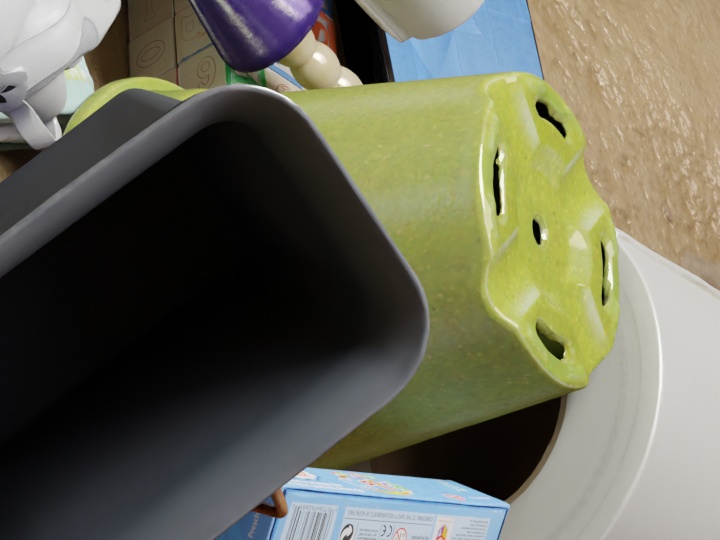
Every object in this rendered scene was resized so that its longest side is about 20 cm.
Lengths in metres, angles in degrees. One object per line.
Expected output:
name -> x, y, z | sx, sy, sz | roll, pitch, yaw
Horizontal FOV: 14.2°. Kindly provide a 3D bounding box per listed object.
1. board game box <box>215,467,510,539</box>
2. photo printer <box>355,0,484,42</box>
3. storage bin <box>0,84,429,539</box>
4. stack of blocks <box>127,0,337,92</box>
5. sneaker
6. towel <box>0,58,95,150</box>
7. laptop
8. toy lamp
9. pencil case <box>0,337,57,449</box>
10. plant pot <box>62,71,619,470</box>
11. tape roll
board game box -> -0.025, 0.174, 1.094 | 0.151, 0.037, 0.200 | 11, 97, -54
photo printer -> -0.029, -0.208, 1.281 | 0.200, 0.069, 0.166 | 41, 16, -55
storage bin -> -0.093, 0.029, 0.986 | 0.146, 0.200, 0.134 | 55, -8, -22
stack of blocks -> -0.071, -0.141, 1.362 | 0.115, 0.059, 0.200 | 30, 44, -43
sneaker -> -0.158, -0.138, 1.124 | 0.115, 0.075, 0.200 | 38, 33, -46
towel -> -0.196, -0.131, 1.170 | 0.200, 0.048, 0.171 | -3, 70, -58
laptop -> 0.050, -0.121, 1.472 | 0.200, 0.116, 0.187 | 93, -12, -63
toy lamp -> -0.006, -0.078, 1.301 | 0.200, 0.058, 0.058 | 44, 35, -35
pencil case -> -0.189, -0.017, 1.055 | 0.087, 0.078, 0.200 | -50, 117, -18
plant pot -> 0.000, 0.000, 1.196 | 0.200, 0.184, 0.201 | 35, 50, -55
tape roll -> 0.087, 0.083, 1.293 | 0.139, 0.203, 0.203 | 28, 45, -44
